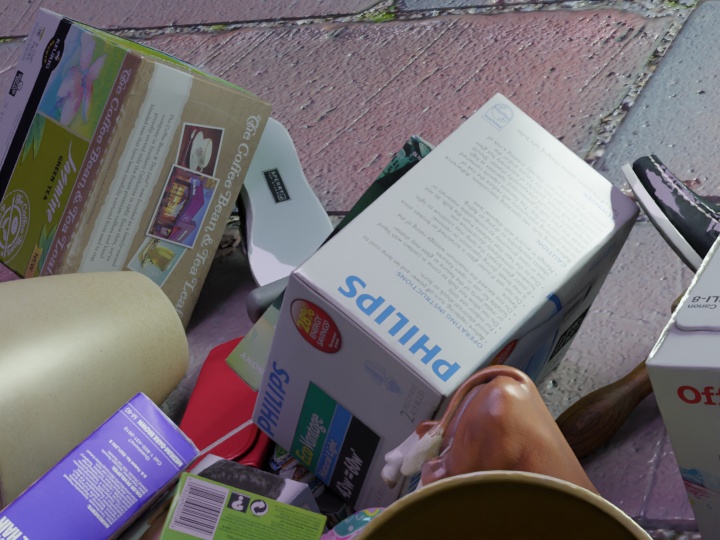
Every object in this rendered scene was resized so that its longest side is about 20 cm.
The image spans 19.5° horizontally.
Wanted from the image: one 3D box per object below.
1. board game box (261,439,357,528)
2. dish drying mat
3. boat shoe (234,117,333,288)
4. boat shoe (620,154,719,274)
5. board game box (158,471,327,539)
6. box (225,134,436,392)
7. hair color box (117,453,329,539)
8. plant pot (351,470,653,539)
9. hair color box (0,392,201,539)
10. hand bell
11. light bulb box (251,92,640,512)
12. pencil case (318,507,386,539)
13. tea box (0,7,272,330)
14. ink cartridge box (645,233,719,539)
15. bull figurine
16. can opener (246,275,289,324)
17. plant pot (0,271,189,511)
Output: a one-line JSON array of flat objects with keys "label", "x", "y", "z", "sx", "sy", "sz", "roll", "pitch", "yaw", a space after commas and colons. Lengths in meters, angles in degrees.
[{"label": "board game box", "x": 0.008, "y": 0.100, "z": 1.453, "sx": 0.105, "sy": 0.023, "sz": 0.200, "roll": 7, "pitch": 42, "yaw": 43}, {"label": "dish drying mat", "x": -0.092, "y": 0.096, "z": 1.500, "sx": 0.077, "sy": 0.018, "sz": 0.200, "roll": -14, "pitch": 24, "yaw": 14}, {"label": "boat shoe", "x": -0.066, "y": -0.030, "z": 1.658, "sx": 0.074, "sy": 0.068, "sz": 0.199, "roll": -16, "pitch": 54, "yaw": -12}, {"label": "boat shoe", "x": 0.240, "y": -0.002, "z": 1.283, "sx": 0.060, "sy": 0.200, "sz": 0.076, "roll": -41, "pitch": -10, "yaw": 9}, {"label": "board game box", "x": -0.092, "y": 0.221, "z": 1.244, "sx": 0.095, "sy": 0.030, "sz": 0.200, "roll": 17, "pitch": 52, "yaw": 1}, {"label": "box", "x": 0.000, "y": 0.000, "z": 1.439, "sx": 0.036, "sy": 0.144, "sz": 0.200, "roll": 40, "pitch": 96, "yaw": 14}, {"label": "hair color box", "x": -0.120, "y": 0.209, "z": 1.326, "sx": 0.099, "sy": 0.061, "sz": 0.200, "roll": 12, "pitch": 43, "yaw": 43}, {"label": "plant pot", "x": 0.083, "y": 0.210, "z": 1.087, "sx": 0.200, "sy": 0.200, "sz": 0.142, "roll": -16, "pitch": -13, "yaw": 9}, {"label": "hair color box", "x": -0.202, "y": 0.173, "z": 1.334, "sx": 0.200, "sy": 0.065, "sz": 0.109, "roll": -44, "pitch": -2, "yaw": -42}, {"label": "hand bell", "x": 0.192, "y": 0.063, "z": 1.355, "sx": 0.200, "sy": 0.104, "sz": 0.104, "roll": -38, "pitch": 32, "yaw": -4}, {"label": "light bulb box", "x": 0.050, "y": 0.030, "z": 1.339, "sx": 0.125, "sy": 0.198, "sz": 0.200, "roll": 40, "pitch": 59, "yaw": 14}, {"label": "pencil case", "x": -0.001, "y": 0.227, "z": 1.199, "sx": 0.087, "sy": 0.088, "sz": 0.200, "roll": -11, "pitch": 32, "yaw": 18}, {"label": "tea box", "x": -0.200, "y": -0.082, "z": 1.671, "sx": 0.197, "sy": 0.134, "sz": 0.200, "roll": 28, "pitch": 98, "yaw": 52}, {"label": "ink cartridge box", "x": 0.266, "y": 0.085, "z": 1.140, "sx": 0.145, "sy": 0.200, "sz": 0.145, "roll": 1, "pitch": 38, "yaw": 33}, {"label": "bull figurine", "x": 0.100, "y": 0.154, "z": 1.192, "sx": 0.121, "sy": 0.200, "sz": 0.065, "roll": -31, "pitch": -3, "yaw": 10}, {"label": "can opener", "x": 0.009, "y": -0.006, "z": 1.569, "sx": 0.200, "sy": 0.067, "sz": 0.053, "roll": -25, "pitch": 43, "yaw": -15}, {"label": "plant pot", "x": -0.229, "y": 0.081, "z": 1.509, "sx": 0.200, "sy": 0.188, "sz": 0.187, "roll": -26, "pitch": 28, "yaw": -36}]
